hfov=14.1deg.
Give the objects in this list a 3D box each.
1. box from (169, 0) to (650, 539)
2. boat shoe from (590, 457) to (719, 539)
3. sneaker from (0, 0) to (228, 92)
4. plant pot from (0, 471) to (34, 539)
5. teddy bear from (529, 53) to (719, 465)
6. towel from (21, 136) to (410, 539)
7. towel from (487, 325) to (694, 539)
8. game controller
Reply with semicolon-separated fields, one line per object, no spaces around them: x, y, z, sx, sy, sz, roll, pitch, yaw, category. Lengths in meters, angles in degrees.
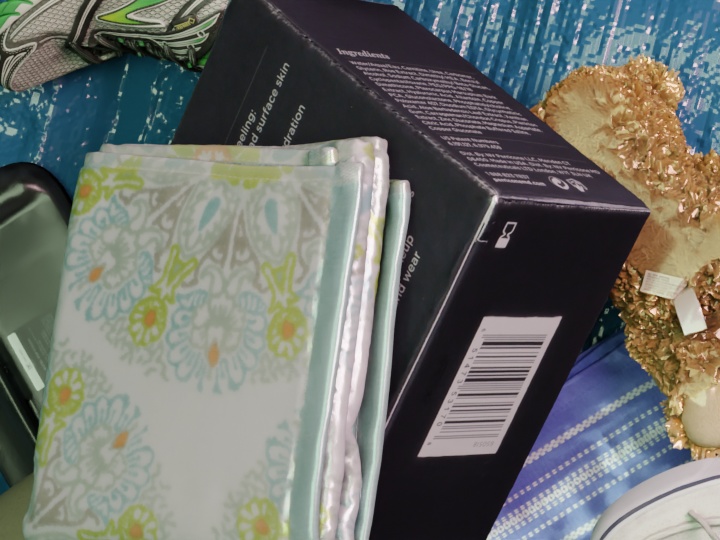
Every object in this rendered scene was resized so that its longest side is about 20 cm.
0.000;0.000;1.371;0.200;0.117;0.197;42;116;36;box
0.203;0.135;1.328;0.201;0.086;0.075;-6;119;7;boat shoe
-0.103;-0.133;1.485;0.199;0.078;0.086;-20;81;18;sneaker
-0.090;0.151;1.414;0.200;0.200;0.135;37;87;18;plant pot
0.150;-0.004;1.389;0.200;0.067;0.145;39;91;17;teddy bear
-0.064;0.039;1.297;0.170;0.048;0.201;2;80;37;towel
0.132;0.143;1.414;0.144;0.024;0.201;-33;77;17;towel
-0.164;0.044;1.526;0.104;0.042;0.201;-31;78;1;game controller
